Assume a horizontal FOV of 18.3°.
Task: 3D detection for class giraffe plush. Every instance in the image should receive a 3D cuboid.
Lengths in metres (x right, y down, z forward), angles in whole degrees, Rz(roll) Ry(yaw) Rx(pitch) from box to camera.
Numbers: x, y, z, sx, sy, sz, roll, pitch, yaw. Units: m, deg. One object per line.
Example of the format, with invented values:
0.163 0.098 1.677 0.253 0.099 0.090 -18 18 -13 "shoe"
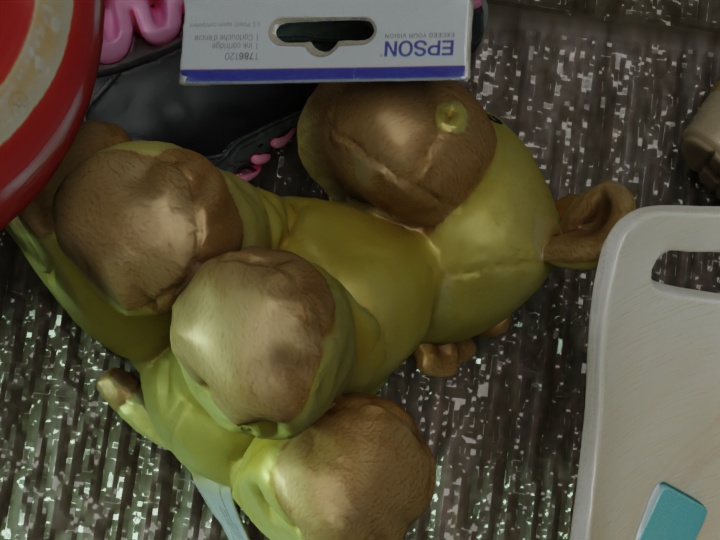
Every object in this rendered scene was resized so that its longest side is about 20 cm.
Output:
0.000 0.000 0.736 0.162 0.200 0.172 -40 59 -15 "giraffe plush"

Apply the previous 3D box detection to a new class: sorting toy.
0.150 0.057 0.729 0.199 0.107 0.181 -10 106 -2 "sorting toy"

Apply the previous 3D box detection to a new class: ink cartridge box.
-0.003 -0.154 0.720 0.099 0.039 0.201 2 82 16 "ink cartridge box"

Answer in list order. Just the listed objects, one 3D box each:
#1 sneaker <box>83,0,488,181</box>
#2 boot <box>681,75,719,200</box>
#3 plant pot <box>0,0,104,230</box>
-0.050 -0.062 0.802 0.199 0.079 0.096 -9 102 -5 "sneaker"
0.231 -0.036 0.808 0.166 0.072 0.200 -42 90 -15 "boot"
-0.184 -0.069 0.654 0.200 0.182 0.201 9 76 -38 "plant pot"
